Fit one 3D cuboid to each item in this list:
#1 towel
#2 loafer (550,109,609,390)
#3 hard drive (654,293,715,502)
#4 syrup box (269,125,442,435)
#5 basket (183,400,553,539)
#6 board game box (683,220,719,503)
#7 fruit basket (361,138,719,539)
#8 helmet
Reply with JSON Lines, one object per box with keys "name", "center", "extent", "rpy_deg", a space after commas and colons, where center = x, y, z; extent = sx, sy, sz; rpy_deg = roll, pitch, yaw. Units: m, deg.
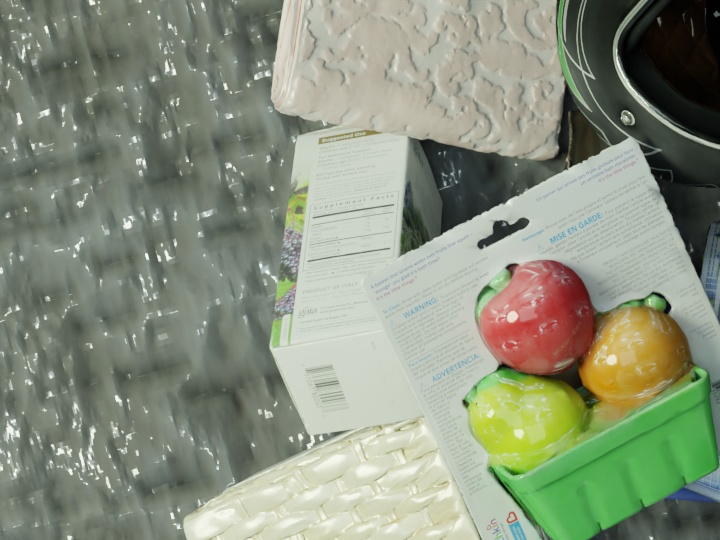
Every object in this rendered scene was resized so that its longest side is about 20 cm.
{"name": "towel", "center": [0.050, -0.176, 1.713], "extent": [0.200, 0.032, 0.191], "rpy_deg": [9, 89, -25]}
{"name": "loafer", "center": [0.132, -0.016, 1.715], "extent": [0.071, 0.073, 0.200], "rpy_deg": [-2, 68, 20]}
{"name": "hard drive", "center": [0.212, 0.080, 1.738], "extent": [0.200, 0.025, 0.132], "rpy_deg": [3, 91, 12]}
{"name": "syrup box", "center": [0.000, 0.000, 1.698], "extent": [0.081, 0.200, 0.079], "rpy_deg": [-10, 131, 13]}
{"name": "basket", "center": [0.004, 0.168, 1.723], "extent": [0.200, 0.123, 0.136], "rpy_deg": [-25, 84, 18]}
{"name": "board game box", "center": [0.251, 0.073, 1.686], "extent": [0.200, 0.062, 0.200], "rpy_deg": [7, 92, 11]}
{"name": "fruit basket", "center": [0.119, 0.050, 1.607], "extent": [0.185, 0.094, 0.200], "rpy_deg": [-28, 99, -8]}
{"name": "helmet", "center": [0.210, -0.151, 1.653], "extent": [0.200, 0.200, 0.191], "rpy_deg": [18, 115, 12]}
